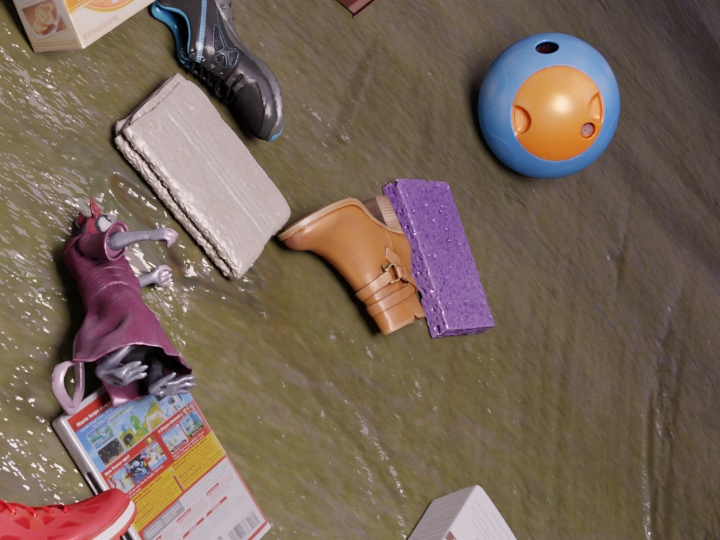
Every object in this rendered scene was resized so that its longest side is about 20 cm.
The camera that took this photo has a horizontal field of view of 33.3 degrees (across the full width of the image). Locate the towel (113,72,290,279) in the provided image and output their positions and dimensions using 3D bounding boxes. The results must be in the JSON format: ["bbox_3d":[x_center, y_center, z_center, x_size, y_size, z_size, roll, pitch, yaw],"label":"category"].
[{"bbox_3d":[-0.161,-0.098,1.248,0.201,0.034,0.133,53,39,-15],"label":"towel"}]

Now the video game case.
[{"bbox_3d":[-0.173,0.185,1.076,0.201,0.017,0.143,60,37,-5],"label":"video game case"}]

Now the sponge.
[{"bbox_3d":[0.100,-0.017,1.514,0.111,0.030,0.202,-2,70,-51],"label":"sponge"}]

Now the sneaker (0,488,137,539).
[{"bbox_3d":[-0.264,0.186,0.919,0.200,0.078,0.116,-30,94,-54],"label":"sneaker"}]

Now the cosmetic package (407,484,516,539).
[{"bbox_3d":[0.088,0.327,1.258,0.102,0.074,0.200,55,36,-10],"label":"cosmetic package"}]

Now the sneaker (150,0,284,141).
[{"bbox_3d":[-0.156,-0.223,1.314,0.082,0.073,0.201,-29,86,-37],"label":"sneaker"}]

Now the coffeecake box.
[{"bbox_3d":[-0.277,-0.333,1.146,0.154,0.072,0.202,-49,131,-44],"label":"coffeecake box"}]

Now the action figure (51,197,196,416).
[{"bbox_3d":[-0.223,0.028,1.067,0.148,0.134,0.201,-23,62,-15],"label":"action figure"}]

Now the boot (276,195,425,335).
[{"bbox_3d":[0.000,0.000,1.352,0.199,0.073,0.156,-14,83,-50],"label":"boot"}]

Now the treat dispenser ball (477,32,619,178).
[{"bbox_3d":[0.264,-0.231,1.696,0.200,0.200,0.203,28,49,-37],"label":"treat dispenser ball"}]

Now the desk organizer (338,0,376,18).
[{"bbox_3d":[-0.001,-0.446,1.618,0.077,0.071,0.202,33,46,-30],"label":"desk organizer"}]
